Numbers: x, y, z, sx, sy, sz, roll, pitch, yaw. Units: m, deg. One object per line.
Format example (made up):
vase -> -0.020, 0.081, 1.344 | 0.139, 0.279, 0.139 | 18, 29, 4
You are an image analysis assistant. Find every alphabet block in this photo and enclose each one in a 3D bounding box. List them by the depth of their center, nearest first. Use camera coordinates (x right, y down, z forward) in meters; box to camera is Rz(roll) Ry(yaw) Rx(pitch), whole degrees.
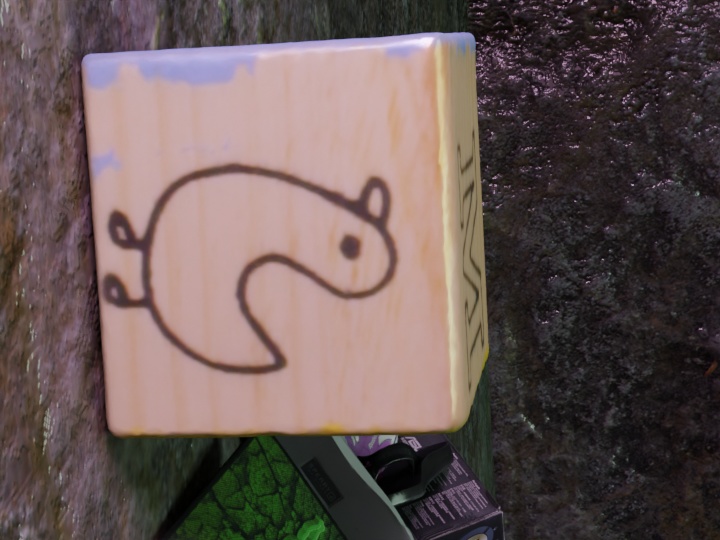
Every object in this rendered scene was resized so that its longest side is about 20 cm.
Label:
alphabet block -> -0.032, -0.027, 0.822 | 0.196, 0.195, 0.200 | -40, 127, -76

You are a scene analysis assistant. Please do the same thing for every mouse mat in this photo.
mouse mat -> -0.050, 0.197, 0.920 | 0.161, 0.008, 0.200 | 55, 25, -6

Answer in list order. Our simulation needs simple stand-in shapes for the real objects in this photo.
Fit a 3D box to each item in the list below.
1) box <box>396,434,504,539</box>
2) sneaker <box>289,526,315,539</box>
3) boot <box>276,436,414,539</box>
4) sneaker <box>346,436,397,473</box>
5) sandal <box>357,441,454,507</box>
box -> 0.056, 0.239, 1.381 | 0.200, 0.086, 0.164 | -130, -154, -52
sneaker -> -0.055, 0.258, 1.017 | 0.100, 0.069, 0.200 | -61, 146, -39
boot -> -0.013, 0.167, 1.096 | 0.200, 0.074, 0.096 | 61, 6, 2
sneaker -> -0.013, 0.141, 1.288 | 0.114, 0.073, 0.201 | 75, 17, -46
sandal -> 0.022, 0.166, 1.222 | 0.048, 0.075, 0.200 | 67, 17, 0
